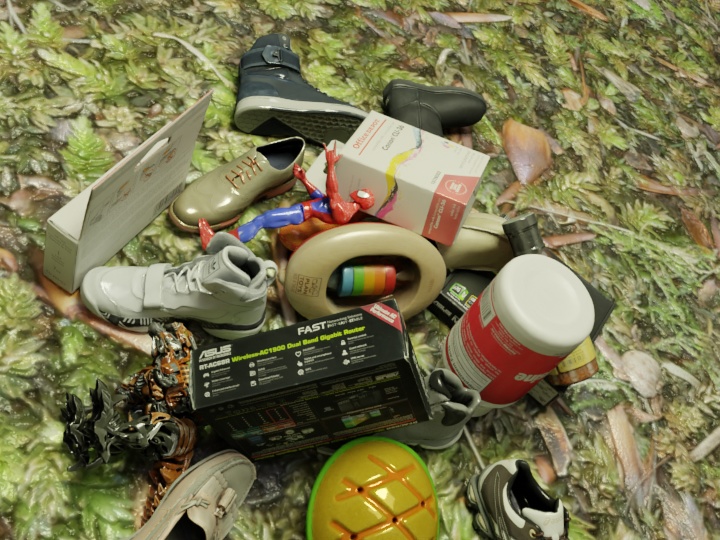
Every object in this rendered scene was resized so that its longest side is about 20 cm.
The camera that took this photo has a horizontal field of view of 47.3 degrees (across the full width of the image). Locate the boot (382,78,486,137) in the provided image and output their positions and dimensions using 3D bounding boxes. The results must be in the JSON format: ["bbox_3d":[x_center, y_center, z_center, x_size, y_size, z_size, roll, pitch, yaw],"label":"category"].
[{"bbox_3d":[0.115,-0.177,1.171,0.163,0.066,0.201,5,51,-12],"label":"boot"}]

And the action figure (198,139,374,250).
[{"bbox_3d":[-0.084,-0.087,0.923,0.198,0.065,0.100,-9,98,-5],"label":"action figure"}]

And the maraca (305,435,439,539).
[{"bbox_3d":[0.010,0.259,0.776,0.136,0.107,0.202,14,70,-14],"label":"maraca"}]

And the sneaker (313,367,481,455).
[{"bbox_3d":[0.038,0.139,0.866,0.198,0.116,0.076,1,55,-25],"label":"sneaker"}]

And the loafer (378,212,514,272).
[{"bbox_3d":[0.113,-0.032,1.013,0.198,0.076,0.069,13,48,10],"label":"loafer"}]

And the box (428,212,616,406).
[{"bbox_3d":[0.212,0.045,1.067,0.200,0.048,0.193,41,52,7],"label":"box"}]

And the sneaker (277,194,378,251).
[{"bbox_3d":[-0.025,-0.084,1.028,0.073,0.077,0.199,46,50,13],"label":"sneaker"}]

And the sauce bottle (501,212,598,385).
[{"bbox_3d":[0.219,0.032,0.960,0.066,0.066,0.202,-23,97,-37],"label":"sauce bottle"}]

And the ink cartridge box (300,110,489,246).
[{"bbox_3d":[0.041,-0.119,0.979,0.198,0.068,0.117,22,41,9],"label":"ink cartridge box"}]

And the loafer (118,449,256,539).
[{"bbox_3d":[-0.158,0.238,0.719,0.200,0.063,0.072,-38,117,-35],"label":"loafer"}]

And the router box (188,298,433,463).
[{"bbox_3d":[-0.041,0.109,0.771,0.198,0.150,0.063,-14,56,5],"label":"router box"}]

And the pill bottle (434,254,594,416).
[{"bbox_3d":[0.160,0.081,0.912,0.111,0.200,0.113,12,52,-16],"label":"pill bottle"}]

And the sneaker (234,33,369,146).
[{"bbox_3d":[-0.072,-0.250,1.128,0.200,0.077,0.147,8,56,-19],"label":"sneaker"}]

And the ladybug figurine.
[{"bbox_3d":[0.000,0.000,0.950,0.198,0.137,0.072,2,32,-21],"label":"ladybug figurine"}]

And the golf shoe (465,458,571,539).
[{"bbox_3d":[0.182,0.289,0.842,0.077,0.095,0.201,-16,66,-35],"label":"golf shoe"}]

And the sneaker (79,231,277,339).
[{"bbox_3d":[-0.184,0.010,0.855,0.198,0.115,0.076,11,51,-19],"label":"sneaker"}]

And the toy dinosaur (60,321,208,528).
[{"bbox_3d":[-0.196,0.146,0.768,0.135,0.102,0.201,13,46,-37],"label":"toy dinosaur"}]

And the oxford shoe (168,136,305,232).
[{"bbox_3d":[-0.146,-0.113,0.991,0.071,0.074,0.200,46,50,8],"label":"oxford shoe"}]

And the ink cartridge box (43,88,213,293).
[{"bbox_3d":[-0.243,-0.094,0.862,0.045,0.177,0.200,34,48,2],"label":"ink cartridge box"}]
